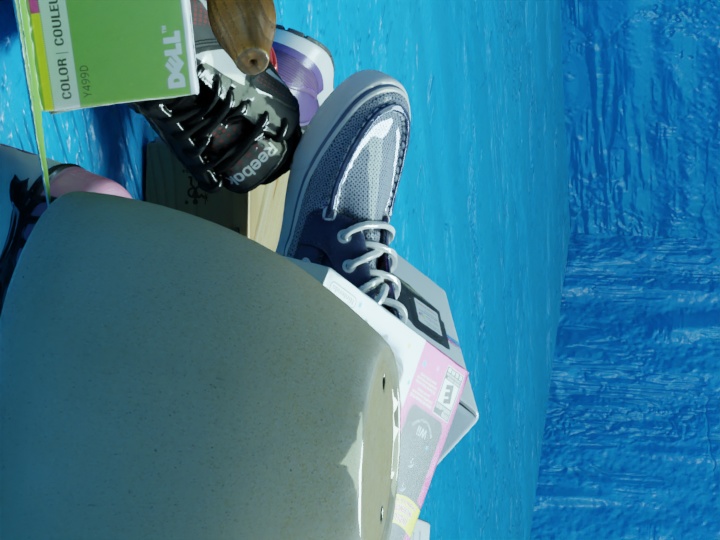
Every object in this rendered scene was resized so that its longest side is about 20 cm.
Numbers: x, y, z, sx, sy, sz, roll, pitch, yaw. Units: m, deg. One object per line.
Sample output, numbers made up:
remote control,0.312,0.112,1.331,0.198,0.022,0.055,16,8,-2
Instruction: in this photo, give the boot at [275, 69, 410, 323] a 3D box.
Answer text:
boot,0.000,0.000,1.175,0.072,0.090,0.201,1,115,-44

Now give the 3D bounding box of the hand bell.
hand bell,-0.067,-0.163,1.082,0.201,0.103,0.105,-102,-177,-45

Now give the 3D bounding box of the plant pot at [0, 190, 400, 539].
plant pot,-0.056,0.073,0.883,0.200,0.133,0.202,4,90,-79

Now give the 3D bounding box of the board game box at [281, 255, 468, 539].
board game box,-0.036,0.111,1.051,0.147,0.064,0.201,36,71,-51

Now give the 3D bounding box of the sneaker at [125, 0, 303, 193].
sneaker,-0.082,-0.093,1.147,0.098,0.071,0.200,59,12,18

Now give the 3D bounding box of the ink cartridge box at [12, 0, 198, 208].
ink cartridge box,-0.111,-0.134,0.938,0.200,0.075,0.149,-105,-170,-59

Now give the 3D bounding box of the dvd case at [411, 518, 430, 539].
dvd case,-0.030,0.187,1.186,0.200,0.025,0.152,29,59,-49

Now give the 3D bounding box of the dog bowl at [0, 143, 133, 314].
dog bowl,-0.145,0.042,0.957,0.200,0.073,0.202,2,90,-80

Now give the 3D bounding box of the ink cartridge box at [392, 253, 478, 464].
ink cartridge box,-0.012,0.079,1.360,0.146,0.083,0.200,-50,-164,13

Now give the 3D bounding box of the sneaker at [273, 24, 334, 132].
sneaker,-0.052,-0.086,1.482,0.200,0.075,0.088,59,50,-65

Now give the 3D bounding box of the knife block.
knife block,-0.085,0.007,1.295,0.200,0.063,0.177,-38,131,-77
